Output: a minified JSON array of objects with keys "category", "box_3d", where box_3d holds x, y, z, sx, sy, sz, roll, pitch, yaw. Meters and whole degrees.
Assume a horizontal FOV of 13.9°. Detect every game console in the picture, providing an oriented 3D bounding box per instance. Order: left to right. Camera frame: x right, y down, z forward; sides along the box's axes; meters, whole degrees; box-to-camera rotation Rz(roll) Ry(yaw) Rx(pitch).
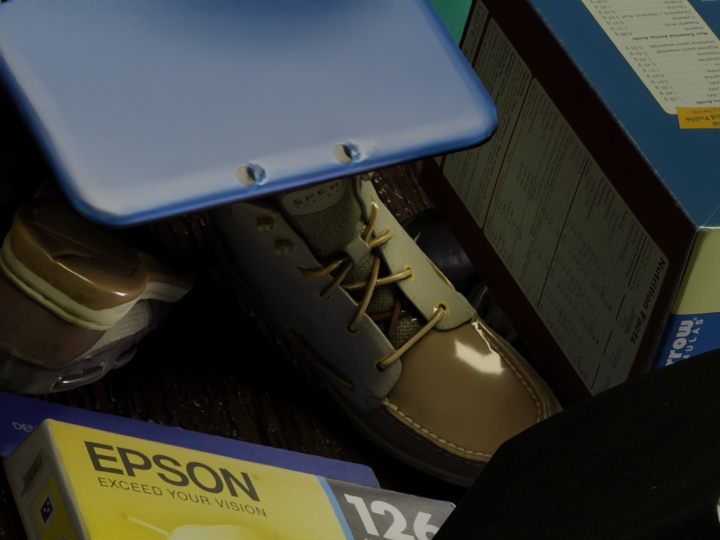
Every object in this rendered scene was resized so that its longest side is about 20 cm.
[{"category":"game console","box_3d":[-0.078,-0.081,1.171,0.200,0.171,0.119,-13,93,-35]}]

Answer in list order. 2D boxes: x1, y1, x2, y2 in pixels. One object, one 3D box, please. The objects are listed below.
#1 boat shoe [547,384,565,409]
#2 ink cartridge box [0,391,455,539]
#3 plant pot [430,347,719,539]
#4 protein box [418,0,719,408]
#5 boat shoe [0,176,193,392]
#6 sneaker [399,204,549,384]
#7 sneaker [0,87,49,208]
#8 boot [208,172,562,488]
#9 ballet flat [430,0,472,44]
[{"category":"boat shoe","box_3d":[0.107,0.108,1.272,0.073,0.065,0.200,21,29,-22]},{"category":"ink cartridge box","box_3d":[-0.033,0.115,1.126,0.197,0.047,0.200,14,35,-34]},{"category":"plant pot","box_3d":[0.137,0.137,1.053,0.200,0.177,0.200,46,39,-3]},{"category":"protein box","box_3d":[0.166,-0.037,1.294,0.198,0.135,0.200,-6,43,-26]},{"category":"boat shoe","box_3d":[-0.117,0.008,1.169,0.073,0.065,0.200,38,6,4]},{"category":"sneaker","box_3d":[0.091,0.021,1.389,0.200,0.074,0.089,9,34,-40]},{"category":"sneaker","box_3d":[-0.189,-0.073,1.223,0.200,0.078,0.140,2,40,-47]},{"category":"boot","box_3d":[0.000,0.000,1.237,0.200,0.072,0.155,41,-15,24]},{"category":"ballet flat","box_3d":[0.065,-0.083,1.569,0.062,0.067,0.200,49,16,-40]}]
